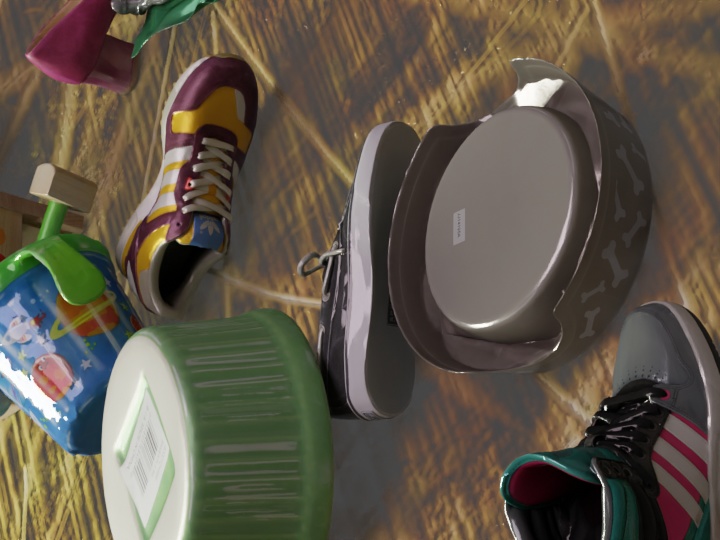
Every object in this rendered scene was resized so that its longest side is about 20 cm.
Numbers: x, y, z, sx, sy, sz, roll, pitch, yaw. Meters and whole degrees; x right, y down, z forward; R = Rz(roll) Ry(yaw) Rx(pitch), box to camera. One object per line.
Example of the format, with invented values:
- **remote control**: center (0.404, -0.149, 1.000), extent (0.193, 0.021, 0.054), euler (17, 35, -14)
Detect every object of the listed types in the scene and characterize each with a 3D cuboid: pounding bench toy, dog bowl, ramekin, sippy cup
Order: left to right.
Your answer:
- **pounding bench toy**: center (-0.288, 0.019, 1.998), extent (0.200, 0.124, 0.156), euler (-31, 52, 44)
- **sippy cup**: center (-0.214, 0.064, 1.866), extent (0.140, 0.178, 0.130), euler (-44, 63, 6)
- **ramekin**: center (-0.101, 0.126, 1.662), extent (0.200, 0.097, 0.201), euler (179, 90, -65)
- **dog bowl**: center (0.100, -0.027, 1.533), extent (0.200, 0.059, 0.201), euler (-29, 53, 46)

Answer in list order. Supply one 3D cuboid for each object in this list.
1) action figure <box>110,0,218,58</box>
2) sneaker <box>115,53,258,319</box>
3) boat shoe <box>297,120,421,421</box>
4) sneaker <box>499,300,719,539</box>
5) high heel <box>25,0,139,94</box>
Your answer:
- **action figure**: center (-0.119, -0.253, 1.950), extent (0.200, 0.055, 0.118), euler (-22, 56, 44)
- **sneaker**: center (-0.116, -0.060, 1.843), extent (0.090, 0.075, 0.200), euler (50, 125, 54)
- **boat shoe**: center (0.002, 0.001, 1.646), extent (0.068, 0.074, 0.200), euler (-4, 81, 39)
- **sneaker**: center (0.132, 0.100, 1.335), extent (0.084, 0.121, 0.201), euler (-30, 52, 45)
- **high heel**: center (-0.233, -0.242, 2.061), extent (0.067, 0.096, 0.201), euler (-26, 56, 47)
